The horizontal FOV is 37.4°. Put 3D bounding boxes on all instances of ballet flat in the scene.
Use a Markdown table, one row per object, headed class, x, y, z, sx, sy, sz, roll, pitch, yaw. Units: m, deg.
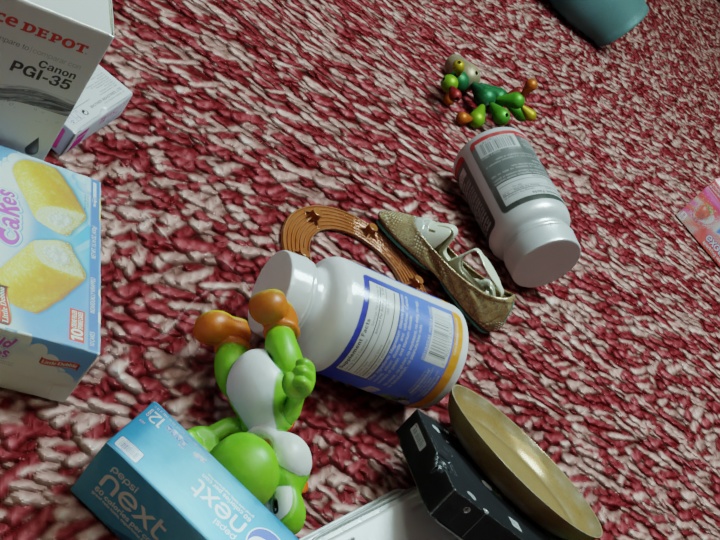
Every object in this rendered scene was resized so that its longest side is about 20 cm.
| class | x | y | z | sx | sy | sz | roll | pitch | yaw |
| --- | --- | --- | --- | --- | --- | --- | --- | --- | --- |
| ballet flat | 0.107 | -0.015 | 1.264 | 0.200 | 0.065 | 0.071 | 44 | 21 | 2 |

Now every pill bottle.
| class | x | y | z | sx | sy | sz | roll | pitch | yaw |
| --- | --- | --- | --- | --- | --- | --- | --- | --- | --- |
| pill bottle | 0.208 | -0.083 | 1.410 | 0.113 | 0.114 | 0.201 | 12 | 43 | -38 |
| pill bottle | -0.004 | 0.054 | 1.025 | 0.199 | 0.112 | 0.113 | 23 | 37 | -27 |

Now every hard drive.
| class | x | y | z | sx | sy | sz | roll | pitch | yaw |
| --- | --- | --- | --- | --- | --- | --- | --- | --- | --- |
| hard drive | 0.124 | 0.223 | 0.968 | 0.200 | 0.038 | 0.140 | 38 | 11 | -23 |

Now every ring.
| class | x | y | z | sx | sy | sz | roll | pitch | yaw |
| --- | --- | --- | --- | --- | --- | --- | --- | --- | --- |
| ring | 0.000 | 0.000 | 1.179 | 0.200 | 0.019 | 0.201 | 28 | 35 | -22 |

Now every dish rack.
| class | x | y | z | sx | sy | sz | roll | pitch | yaw |
| --- | --- | --- | --- | --- | --- | --- | --- | --- | --- |
| dish rack | 0.046 | 0.266 | 0.892 | 0.199 | 0.044 | 0.172 | -12 | 61 | -51 |

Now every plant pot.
| class | x | y | z | sx | sy | sz | roll | pitch | yaw |
| --- | --- | --- | --- | --- | --- | --- | --- | --- | --- |
| plant pot | 0.513 | -0.594 | 2.284 | 0.188 | 0.199 | 0.200 | 51 | 30 | -14 |
| plant pot | 0.154 | 0.192 | 1.037 | 0.200 | 0.027 | 0.200 | 42 | 10 | -9 |

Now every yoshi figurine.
| class | x | y | z | sx | sy | sz | roll | pitch | yaw |
| --- | --- | --- | --- | --- | --- | --- | --- | --- | --- |
| yoshi figurine | -0.090 | 0.116 | 0.869 | 0.111 | 0.113 | 0.201 | 0 | 60 | -21 |

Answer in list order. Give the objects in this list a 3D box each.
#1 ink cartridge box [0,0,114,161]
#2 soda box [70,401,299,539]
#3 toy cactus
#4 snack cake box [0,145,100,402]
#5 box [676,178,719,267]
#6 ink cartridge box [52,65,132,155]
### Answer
| class | x | y | z | sx | sy | sz | roll | pitch | yaw |
| --- | --- | --- | --- | --- | --- | --- | --- | --- | --- |
| ink cartridge box | -0.311 | -0.169 | 0.876 | 0.146 | 0.200 | 0.083 | 17 | 39 | -33 |
| soda box | -0.112 | 0.197 | 0.781 | 0.200 | 0.068 | 0.064 | 44 | 33 | 3 |
| toy cactus | 0.186 | -0.291 | 1.668 | 0.199 | 0.103 | 0.165 | 0 | 40 | -36 |
| snack cake box | -0.273 | -0.004 | 0.847 | 0.114 | 0.067 | 0.201 | 21 | 38 | -31 |
| box | 0.676 | -0.060 | 1.892 | 0.094 | 0.103 | 0.201 | -8 | 58 | -51 |
| ink cartridge box | -0.335 | -0.208 | 1.048 | 0.200 | 0.042 | 0.119 | 42 | 32 | -5 |
